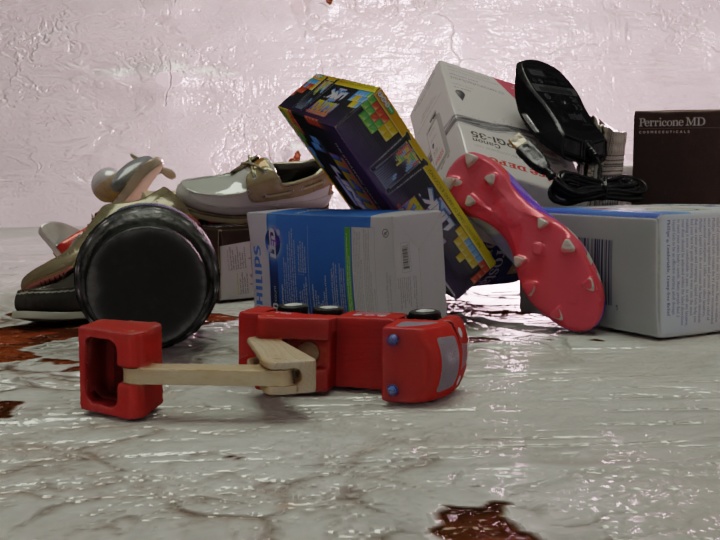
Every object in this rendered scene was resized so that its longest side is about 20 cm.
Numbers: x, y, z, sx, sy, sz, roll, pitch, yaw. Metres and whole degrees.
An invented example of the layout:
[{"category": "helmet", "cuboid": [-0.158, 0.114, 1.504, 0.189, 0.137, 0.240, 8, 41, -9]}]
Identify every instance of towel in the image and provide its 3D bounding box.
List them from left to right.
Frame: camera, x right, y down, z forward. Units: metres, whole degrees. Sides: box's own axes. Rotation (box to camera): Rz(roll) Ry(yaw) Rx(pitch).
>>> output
[{"category": "towel", "cuboid": [0.274, -0.073, 1.115, 0.034, 0.194, 0.200, 11, 8, 24]}]

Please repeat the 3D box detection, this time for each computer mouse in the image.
[{"category": "computer mouse", "cuboid": [0.187, -0.133, 0.979, 0.140, 0.201, 0.046, -6, -35, -37]}]

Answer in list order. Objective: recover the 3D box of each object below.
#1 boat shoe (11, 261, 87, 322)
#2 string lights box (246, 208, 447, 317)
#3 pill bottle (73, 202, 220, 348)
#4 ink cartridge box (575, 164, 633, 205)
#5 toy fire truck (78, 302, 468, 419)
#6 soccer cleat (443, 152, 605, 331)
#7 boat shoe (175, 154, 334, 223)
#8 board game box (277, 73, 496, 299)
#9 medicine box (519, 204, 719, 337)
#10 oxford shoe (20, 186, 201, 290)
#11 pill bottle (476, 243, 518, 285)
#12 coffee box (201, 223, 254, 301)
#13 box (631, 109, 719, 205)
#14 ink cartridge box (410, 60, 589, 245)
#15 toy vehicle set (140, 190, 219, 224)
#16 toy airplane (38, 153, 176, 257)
[{"category": "boat shoe", "cuboid": [-0.248, 0.013, 0.947, 0.071, 0.061, 0.201, 4, 7, 38]}, {"category": "string lights box", "cuboid": [-0.018, -0.001, 0.838, 0.059, 0.104, 0.199, -10, 10, -40]}, {"category": "pill bottle", "cuboid": [-0.170, 0.002, 0.781, 0.111, 0.113, 0.200, -2, 5, -11]}, {"category": "ink cartridge box", "cuboid": [0.367, -0.063, 1.243, 0.198, 0.146, 0.083, 1, 5, 15]}, {"category": "toy fire truck", "cuboid": [-0.046, 0.052, 0.572, 0.199, 0.049, 0.141, 2, 6, 19]}, {"category": "soccer cleat", "cuboid": [0.151, -0.028, 0.864, 0.200, 0.067, 0.076, 51, 18, 24]}, {"category": "boat shoe", "cuboid": [-0.120, -0.100, 1.125, 0.199, 0.069, 0.075, -5, 36, -36]}, {"category": "board game box", "cuboid": [0.021, -0.081, 0.901, 0.057, 0.200, 0.165, -40, 25, -6]}, {"category": "medicine box", "cuboid": [0.278, -0.008, 0.895, 0.199, 0.104, 0.182, -4, 7, -29]}, {"category": "oxford shoe", "cuboid": [-0.270, -0.024, 1.024, 0.199, 0.075, 0.071, -27, -21, -28]}, {"category": "pill bottle", "cuboid": [0.136, -0.039, 1.113, 0.199, 0.113, 0.112, -4, 6, -33]}, {"category": "coffee box", "cuboid": [-0.112, -0.016, 1.141, 0.199, 0.080, 0.113, -5, 8, -41]}, {"category": "box", "cuboid": [0.346, -0.073, 1.054, 0.099, 0.202, 0.075, 2, 6, 20]}, {"category": "ink cartridge box", "cuboid": [0.145, -0.121, 1.040, 0.146, 0.083, 0.201, 14, 39, -19]}, {"category": "toy vehicle set", "cuboid": [-0.186, -0.038, 1.183, 0.199, 0.125, 0.027, -6, 39, -41]}, {"category": "toy airplane", "cuboid": [-0.304, -0.061, 1.193, 0.199, 0.142, 0.199, -26, -16, 1]}]
